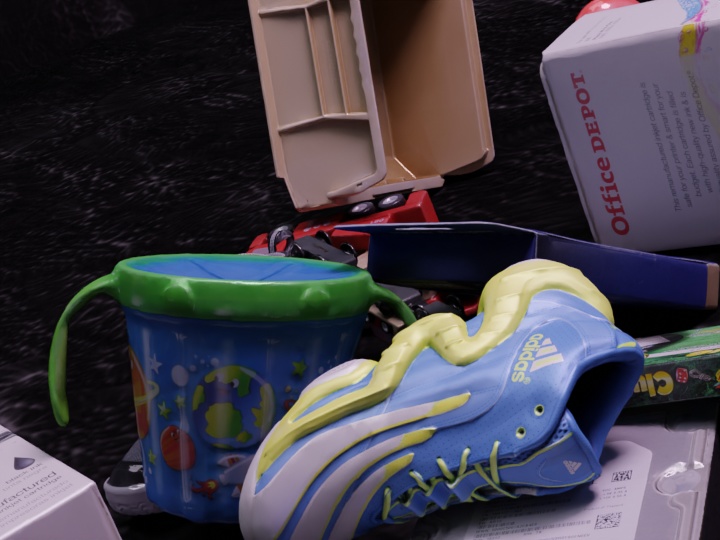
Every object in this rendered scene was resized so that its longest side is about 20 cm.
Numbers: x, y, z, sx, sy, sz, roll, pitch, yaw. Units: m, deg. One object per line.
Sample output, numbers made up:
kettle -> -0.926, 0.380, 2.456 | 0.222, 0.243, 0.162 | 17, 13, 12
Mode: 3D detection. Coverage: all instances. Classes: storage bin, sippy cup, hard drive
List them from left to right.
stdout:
sippy cup -> -0.064, 0.062, 0.794 | 0.178, 0.130, 0.140 | 5, 7, 29
storage bin -> 0.012, -0.155, 1.146 | 0.094, 0.199, 0.200 | -7, 4, 28
hard drive -> 0.085, 0.125, 0.647 | 0.140, 0.038, 0.200 | -12, 21, 24

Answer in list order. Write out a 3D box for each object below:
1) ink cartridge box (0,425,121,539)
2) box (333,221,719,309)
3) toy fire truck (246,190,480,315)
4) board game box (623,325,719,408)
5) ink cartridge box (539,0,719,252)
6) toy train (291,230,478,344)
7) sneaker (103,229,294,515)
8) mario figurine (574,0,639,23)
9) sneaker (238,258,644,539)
ink cartridge box -> -0.225, 0.158, 0.801 | 0.145, 0.084, 0.200 | -30, 22, -26
box -> 0.092, -0.001, 0.829 | 0.200, 0.032, 0.121 | 9, -6, -43
toy fire truck -> 0.000, 0.000, 1.045 | 0.200, 0.049, 0.141 | -14, 22, 20
board game box -> 0.139, 0.049, 0.744 | 0.200, 0.023, 0.105 | -12, 0, 40
ink cartridge box -> 0.230, -0.097, 0.922 | 0.200, 0.145, 0.088 | -8, 23, 33
toy train -> 0.019, 0.024, 0.924 | 0.034, 0.046, 0.200 | -23, 31, -30
sneaker -> -0.092, 0.054, 0.898 | 0.075, 0.114, 0.200 | -2, 27, 44
mario figurine -> 0.235, -0.147, 1.195 | 0.123, 0.106, 0.200 | 11, 22, -21
sneaker -> 0.041, 0.072, 0.663 | 0.200, 0.076, 0.105 | -40, 34, -10
